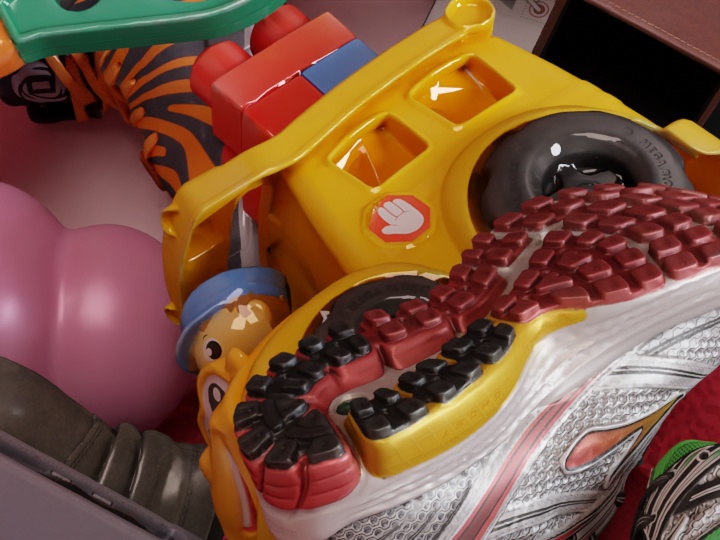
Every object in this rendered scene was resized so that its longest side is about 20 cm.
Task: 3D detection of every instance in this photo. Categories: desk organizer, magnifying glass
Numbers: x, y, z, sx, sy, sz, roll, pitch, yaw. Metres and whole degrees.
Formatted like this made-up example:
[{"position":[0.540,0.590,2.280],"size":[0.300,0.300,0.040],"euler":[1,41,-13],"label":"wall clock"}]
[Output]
[{"position":[0.167,-0.071,1.041],"size":[0.200,0.072,0.077],"euler":[28,67,2],"label":"desk organizer"},{"position":[-0.103,-0.093,1.003],"size":[0.200,0.022,0.080],"euler":[-30,66,-1],"label":"magnifying glass"}]

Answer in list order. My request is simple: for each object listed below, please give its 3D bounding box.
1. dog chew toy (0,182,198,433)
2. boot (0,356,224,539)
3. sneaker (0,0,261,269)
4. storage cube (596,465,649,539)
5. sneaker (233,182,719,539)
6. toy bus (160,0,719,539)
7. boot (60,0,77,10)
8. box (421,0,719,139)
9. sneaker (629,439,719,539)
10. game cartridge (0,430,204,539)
[{"position":[-0.152,0.020,1.033],"size":[0.199,0.125,0.125],"euler":[3,60,-1],"label":"dog chew toy"},{"position":[-0.132,0.124,0.985],"size":[0.130,0.068,0.200],"euler":[29,105,-18],"label":"boot"},{"position":[-0.082,-0.060,1.102],"size":[0.112,0.078,0.200],"euler":[-11,50,6],"label":"sneaker"},{"position":[0.054,0.185,0.881],"size":[0.200,0.171,0.180],"euler":[-34,62,-14],"label":"storage cube"},{"position":[0.051,0.035,0.838],"size":[0.200,0.082,0.078],"euler":[-28,30,-27],"label":"sneaker"},{"position":[0.000,0.000,0.965],"size":[0.192,0.136,0.200],"euler":[40,60,23],"label":"toy bus"},{"position":[-0.100,-0.118,1.057],"size":[0.182,0.073,0.200],"euler":[18,50,42],"label":"boot"},{"position":[0.087,-0.062,1.099],"size":[0.144,0.036,0.200],"euler":[19,63,16],"label":"box"},{"position":[0.095,0.100,0.794],"size":[0.200,0.078,0.085],"euler":[-35,54,-27],"label":"sneaker"},{"position":[-0.141,0.113,0.932],"size":[0.133,0.200,0.042],"euler":[-54,25,10],"label":"game cartridge"}]
